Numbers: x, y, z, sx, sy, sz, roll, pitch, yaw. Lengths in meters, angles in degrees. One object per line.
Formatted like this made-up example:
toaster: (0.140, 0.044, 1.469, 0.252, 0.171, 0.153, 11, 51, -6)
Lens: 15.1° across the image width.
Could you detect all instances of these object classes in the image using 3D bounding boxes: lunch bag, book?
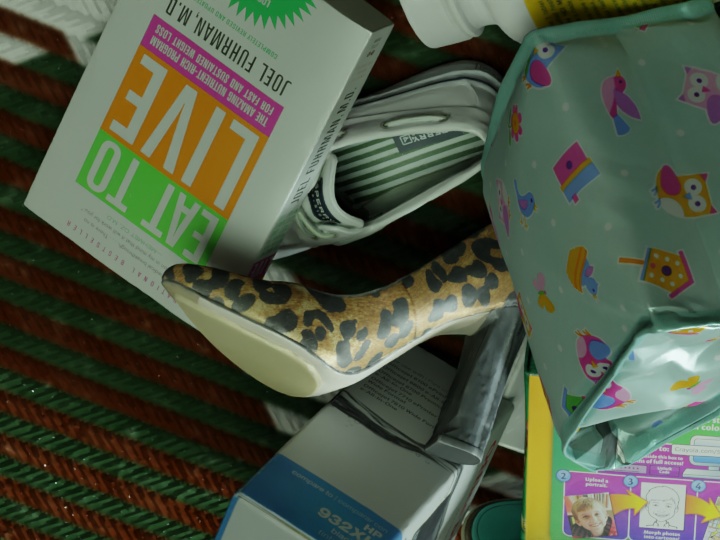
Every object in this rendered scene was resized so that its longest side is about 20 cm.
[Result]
lunch bag: (0.129, -0.010, 1.328, 0.122, 0.171, 0.200, -13, 158, -18)
book: (-0.079, -0.081, 1.414, 0.134, 0.048, 0.200, 37, 120, 17)

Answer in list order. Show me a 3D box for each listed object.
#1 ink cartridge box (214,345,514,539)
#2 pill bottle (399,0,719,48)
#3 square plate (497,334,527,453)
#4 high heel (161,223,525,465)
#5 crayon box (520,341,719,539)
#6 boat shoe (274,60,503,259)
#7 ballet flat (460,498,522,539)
ink cartridge box: (-0.011, 0.147, 1.467, 0.084, 0.200, 0.145, 30, 123, 12)
pill bottle: (0.117, -0.173, 1.315, 0.200, 0.112, 0.113, -14, 117, 16)
square plate: (0.191, 0.041, 1.481, 0.200, 0.028, 0.198, 18, 121, -2)
high heel: (0.000, 0.000, 1.425, 0.200, 0.143, 0.071, 27, 158, -18)
crayon box: (0.187, 0.096, 1.464, 0.200, 0.058, 0.119, 4, 121, 7)
boat shoe: (-0.014, -0.051, 1.436, 0.200, 0.067, 0.074, -28, 112, 23)
ballet flat: (0.150, 0.181, 1.555, 0.200, 0.070, 0.070, 14, 122, -1)
